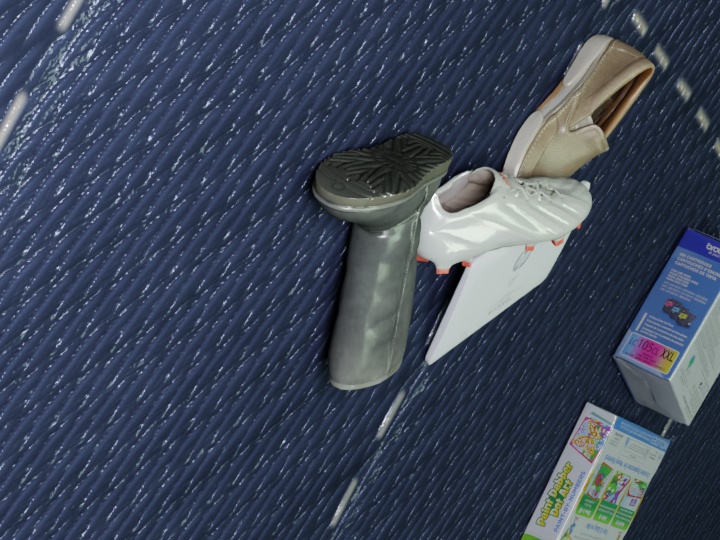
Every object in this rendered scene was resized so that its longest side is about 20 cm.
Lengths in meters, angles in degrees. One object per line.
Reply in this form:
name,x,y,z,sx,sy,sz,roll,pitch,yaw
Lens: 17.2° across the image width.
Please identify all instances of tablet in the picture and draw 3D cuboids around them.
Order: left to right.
tablet,0.134,0.001,2.142,0.200,0.014,0.130,-34,155,-46

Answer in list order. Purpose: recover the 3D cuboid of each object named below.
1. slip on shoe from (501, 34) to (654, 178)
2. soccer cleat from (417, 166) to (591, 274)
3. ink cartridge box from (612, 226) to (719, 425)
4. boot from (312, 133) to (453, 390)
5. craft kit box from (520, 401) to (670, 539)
slip on shoe,0.191,-0.121,2.120,0.200,0.061,0.076,-54,152,-20
soccer cleat,0.124,-0.056,2.018,0.200,0.069,0.078,-18,123,-36
ink cartridge box,0.361,0.048,2.556,0.200,0.076,0.136,-56,153,-13
boot,0.001,0.001,1.887,0.182,0.073,0.200,-17,134,-54
craft kit box,0.250,0.252,2.567,0.198,0.048,0.200,-66,154,-2
